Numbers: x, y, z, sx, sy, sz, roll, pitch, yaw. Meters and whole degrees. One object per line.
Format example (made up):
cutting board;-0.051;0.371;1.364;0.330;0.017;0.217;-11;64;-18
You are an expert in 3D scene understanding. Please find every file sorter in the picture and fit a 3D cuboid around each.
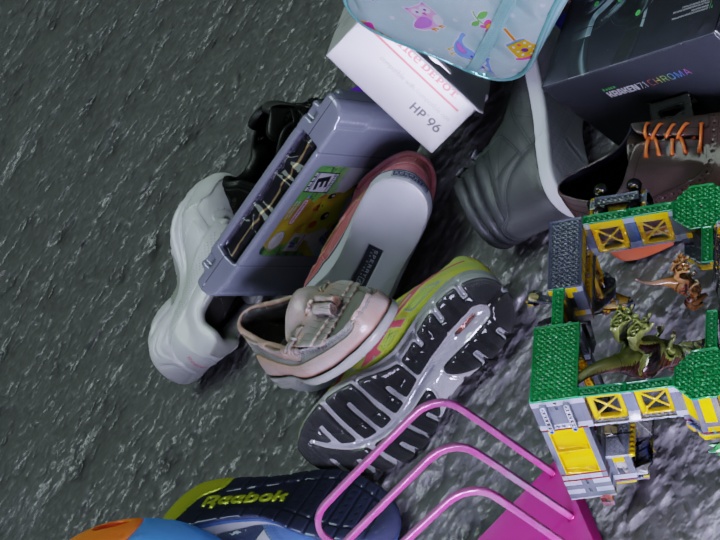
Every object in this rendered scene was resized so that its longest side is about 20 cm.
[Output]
file sorter;0.063;0.195;1.276;0.139;0.125;0.200;-47;28;17

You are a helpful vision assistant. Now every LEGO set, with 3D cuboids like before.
LEGO set;0.178;0.052;1.299;0.153;0.116;0.201;-15;45;12

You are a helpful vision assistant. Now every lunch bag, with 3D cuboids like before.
lunch bag;0.080;-0.223;1.471;0.200;0.160;0.077;117;178;-59

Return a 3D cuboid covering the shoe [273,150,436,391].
shoe;0.000;0.000;1.666;0.201;0.071;0.091;-60;1;21

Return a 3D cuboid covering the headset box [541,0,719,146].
headset box;0.231;-0.188;1.445;0.174;0.093;0.201;-14;49;53

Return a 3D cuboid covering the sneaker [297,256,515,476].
sneaker;0.033;0.067;1.535;0.200;0.078;0.090;-43;21;15

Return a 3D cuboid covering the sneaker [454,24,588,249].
sneaker;0.114;-0.101;1.570;0.099;0.071;0.201;-31;40;32

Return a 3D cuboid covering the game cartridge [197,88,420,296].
game cartridge;-0.033;-0.057;1.703;0.040;0.133;0.200;48;117;23

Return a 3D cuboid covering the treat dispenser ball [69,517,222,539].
treat dispenser ball;-0.148;0.270;1.462;0.201;0.201;0.201;-39;32;30

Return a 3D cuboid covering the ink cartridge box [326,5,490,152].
ink cartridge box;0.041;-0.170;1.660;0.068;0.116;0.200;-44;12;21

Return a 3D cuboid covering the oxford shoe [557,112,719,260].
oxford shoe;0.211;-0.068;1.370;0.200;0.072;0.071;-31;36;41

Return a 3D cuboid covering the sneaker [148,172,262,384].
sneaker;-0.116;0.001;1.857;0.099;0.078;0.201;-18;55;42

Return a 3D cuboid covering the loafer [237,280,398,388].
loafer;-0.039;0.042;1.547;0.072;0.063;0.200;-53;11;-22

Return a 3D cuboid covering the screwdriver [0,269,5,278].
screwdriver;-0.452;0.067;2.382;0.200;0.028;0.029;-40;62;28

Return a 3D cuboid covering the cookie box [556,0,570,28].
cookie box;0.134;-0.286;1.628;0.200;0.171;0.075;-42;33;28

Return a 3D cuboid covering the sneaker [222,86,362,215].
sneaker;-0.038;-0.114;1.784;0.200;0.100;0.070;-49;25;-11

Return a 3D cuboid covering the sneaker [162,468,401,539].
sneaker;-0.049;0.195;1.534;0.199;0.083;0.074;-4;27;37
